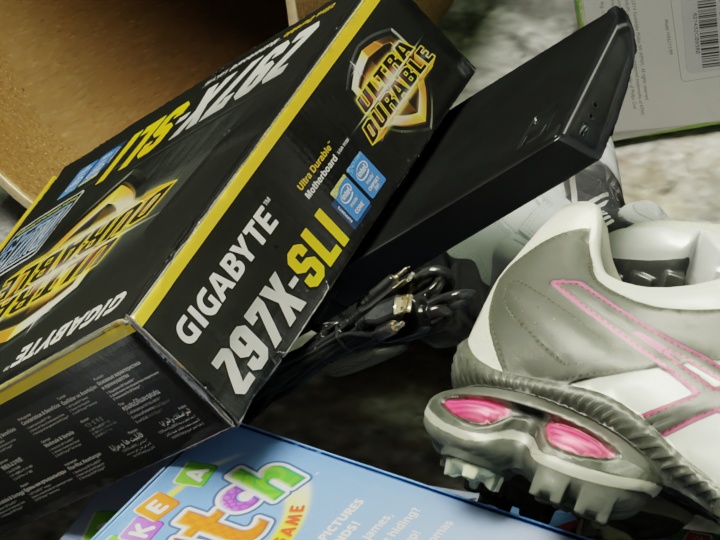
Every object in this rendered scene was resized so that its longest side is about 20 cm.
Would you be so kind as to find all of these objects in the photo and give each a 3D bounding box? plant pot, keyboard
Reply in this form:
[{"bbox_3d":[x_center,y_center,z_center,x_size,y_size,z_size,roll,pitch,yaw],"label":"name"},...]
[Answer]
[{"bbox_3d":[-0.038,-0.126,1.087,0.186,0.187,0.200,15,28,34],"label":"plant pot"},{"bbox_3d":[0.000,0.000,0.854,0.200,0.021,0.127,-32,20,41],"label":"keyboard"}]

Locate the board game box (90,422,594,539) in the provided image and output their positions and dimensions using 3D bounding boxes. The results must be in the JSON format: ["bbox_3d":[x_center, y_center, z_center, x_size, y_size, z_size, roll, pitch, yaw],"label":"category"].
[{"bbox_3d":[-0.001,0.117,0.738,0.200,0.037,0.151,17,44,32],"label":"board game box"}]

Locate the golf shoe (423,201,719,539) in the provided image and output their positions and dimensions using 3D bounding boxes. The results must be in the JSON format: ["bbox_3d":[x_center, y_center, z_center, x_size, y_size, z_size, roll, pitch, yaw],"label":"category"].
[{"bbox_3d":[0.118,0.046,0.758,0.200,0.077,0.088,20,79,17],"label":"golf shoe"}]

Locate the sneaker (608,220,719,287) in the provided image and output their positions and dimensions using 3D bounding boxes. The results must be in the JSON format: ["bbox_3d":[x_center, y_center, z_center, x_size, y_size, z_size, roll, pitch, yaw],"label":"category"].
[{"bbox_3d":[0.158,0.033,0.840,0.200,0.075,0.081,20,22,1],"label":"sneaker"}]

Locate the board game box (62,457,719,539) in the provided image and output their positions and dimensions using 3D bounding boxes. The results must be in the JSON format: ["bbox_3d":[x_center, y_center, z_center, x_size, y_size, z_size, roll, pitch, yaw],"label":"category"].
[{"bbox_3d":[-0.009,0.120,0.813,0.200,0.037,0.151,7,39,26],"label":"board game box"}]

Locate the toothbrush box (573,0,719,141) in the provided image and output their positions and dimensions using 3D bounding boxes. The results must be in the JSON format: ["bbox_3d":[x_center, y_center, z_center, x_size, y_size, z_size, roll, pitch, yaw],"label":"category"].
[{"bbox_3d":[0.113,-0.165,1.102,0.086,0.146,0.200,-10,34,4],"label":"toothbrush box"}]

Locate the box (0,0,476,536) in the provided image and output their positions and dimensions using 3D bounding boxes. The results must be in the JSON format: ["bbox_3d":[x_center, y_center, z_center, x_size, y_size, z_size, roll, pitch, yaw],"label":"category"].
[{"bbox_3d":[-0.069,0.004,0.896,0.200,0.049,0.160,-26,22,50],"label":"box"}]

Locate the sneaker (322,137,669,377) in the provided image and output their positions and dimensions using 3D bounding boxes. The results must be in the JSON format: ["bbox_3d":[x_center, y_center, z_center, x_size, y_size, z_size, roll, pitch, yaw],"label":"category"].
[{"bbox_3d":[0.042,0.010,0.940,0.115,0.075,0.200,-15,30,-3],"label":"sneaker"}]
